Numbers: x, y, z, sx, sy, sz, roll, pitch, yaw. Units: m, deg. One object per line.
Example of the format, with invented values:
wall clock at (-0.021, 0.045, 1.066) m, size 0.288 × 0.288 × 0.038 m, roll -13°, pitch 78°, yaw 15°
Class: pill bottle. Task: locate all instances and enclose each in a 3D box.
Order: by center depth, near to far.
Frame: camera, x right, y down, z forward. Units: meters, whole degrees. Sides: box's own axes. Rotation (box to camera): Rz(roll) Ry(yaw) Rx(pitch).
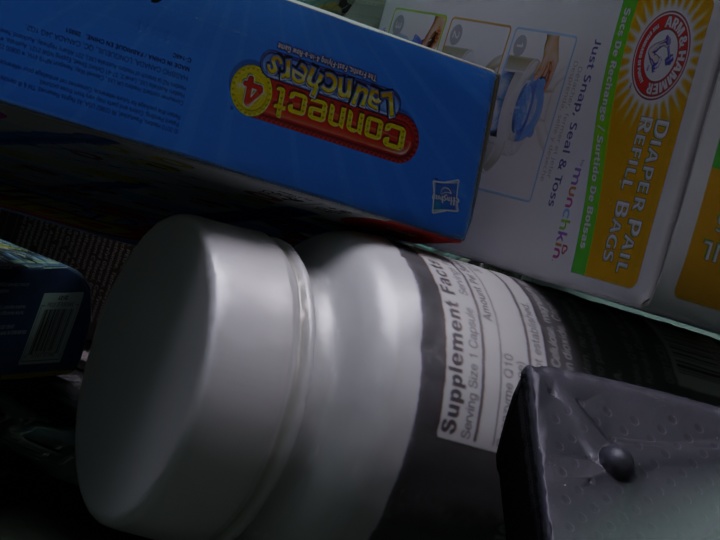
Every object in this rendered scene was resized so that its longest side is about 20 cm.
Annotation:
pill bottle at (0.021, 0.053, 0.869) m, size 0.199 × 0.114 × 0.113 m, roll 16°, pitch 9°, yaw -25°

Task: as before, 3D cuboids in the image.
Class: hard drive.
hard drive at (0.128, 0.109, 0.803) m, size 0.199 × 0.042 × 0.135 m, roll 18°, pitch 44°, yaw -24°

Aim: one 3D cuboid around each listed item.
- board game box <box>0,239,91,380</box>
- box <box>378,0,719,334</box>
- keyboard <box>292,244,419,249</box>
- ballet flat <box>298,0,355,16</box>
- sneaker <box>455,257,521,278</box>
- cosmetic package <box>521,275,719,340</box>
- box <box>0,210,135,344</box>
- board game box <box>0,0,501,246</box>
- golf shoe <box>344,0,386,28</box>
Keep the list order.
board game box at (-0.217, -0.024, 0.987) m, size 0.199 × 0.062 × 0.200 m, roll 24°, pitch 9°, yaw 20°
box at (0.093, -0.039, 0.921) m, size 0.112 × 0.102 × 0.200 m, roll 15°, pitch 1°, yaw -29°
keyboard at (0.000, 0.000, 1.017) m, size 0.127 × 0.021 × 0.200 m, roll 20°, pitch 7°, yaw -34°
ballet flat at (-0.099, -0.106, 0.926) m, size 0.199 × 0.075 × 0.074 m, roll 8°, pitch 7°, yaw 5°
sneaker at (0.090, 0.000, 1.398) m, size 0.076 × 0.115 × 0.199 m, roll 20°, pitch 6°, yaw -10°
cosmetic package at (0.161, 0.027, 1.143) m, size 0.199 × 0.123 × 0.200 m, roll 22°, pitch 31°, yaw 2°
box at (-0.077, -0.003, 1.154) m, size 0.199 × 0.075 × 0.100 m, roll 25°, pitch 9°, yaw 41°
board game box at (-0.095, -0.057, 0.879) m, size 0.199 × 0.056 × 0.195 m, roll 16°, pitch -9°, yaw -34°
golf shoe at (-0.029, -0.096, 1.020) m, size 0.199 × 0.093 × 0.073 m, roll 11°, pitch -27°, yaw -8°
